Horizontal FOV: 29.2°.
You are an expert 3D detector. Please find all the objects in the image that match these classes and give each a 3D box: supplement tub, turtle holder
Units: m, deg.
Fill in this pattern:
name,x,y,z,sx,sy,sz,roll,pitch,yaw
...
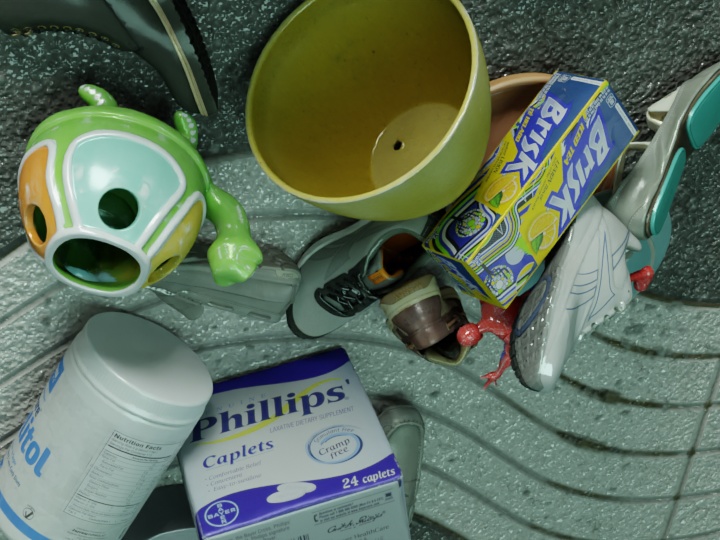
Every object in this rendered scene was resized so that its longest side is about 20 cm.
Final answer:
name,x,y,z,sx,sy,sz,roll,pitch,yaw
supplement tub,-0.233,0.152,1.225,0.132,0.132,0.200,22,112,-30
turtle holder,-0.183,-0.041,1.089,0.141,0.132,0.185,-28,129,28

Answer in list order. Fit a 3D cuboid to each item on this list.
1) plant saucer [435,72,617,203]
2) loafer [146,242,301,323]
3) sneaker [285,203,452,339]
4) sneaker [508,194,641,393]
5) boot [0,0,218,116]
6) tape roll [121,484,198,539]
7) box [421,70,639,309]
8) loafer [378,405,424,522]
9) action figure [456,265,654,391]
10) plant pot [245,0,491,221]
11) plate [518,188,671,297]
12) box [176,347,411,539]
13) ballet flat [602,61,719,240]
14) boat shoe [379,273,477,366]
name,x,y,z,sx,sy,sz,roll,pitch,yaw
plant saucer,0.137,-0.091,1.255,0.199,0.038,0.201,-9,125,-13
loafer,-0.148,0.011,1.200,0.199,0.070,0.070,9,112,-24
sneaker,0.000,0.000,1.222,0.074,0.080,0.200,35,123,-20
sneaker,0.188,0.021,1.167,0.087,0.201,0.075,31,149,-8
boot,-0.205,-0.188,1.057,0.138,0.078,0.201,-25,116,5
tape roll,-0.185,0.313,1.390,0.199,0.066,0.201,-10,124,-14
box,0.145,-0.070,1.164,0.200,0.064,0.070,-52,128,-12
loafer,0.029,0.228,1.396,0.070,0.070,0.201,-1,122,-19
action figure,0.160,0.038,1.243,0.199,0.065,0.099,-20,157,-29
plant pot,0.028,-0.120,1.120,0.200,0.200,0.142,-39,147,8
plate,0.220,0.006,1.326,0.199,0.026,0.201,-19,138,-17
box,-0.069,0.187,1.263,0.183,0.200,0.105,-15,125,-10
ballet flat,0.278,-0.120,1.258,0.201,0.063,0.067,-59,149,-17
boat shoe,0.068,0.057,1.249,0.072,0.072,0.200,-30,166,2
